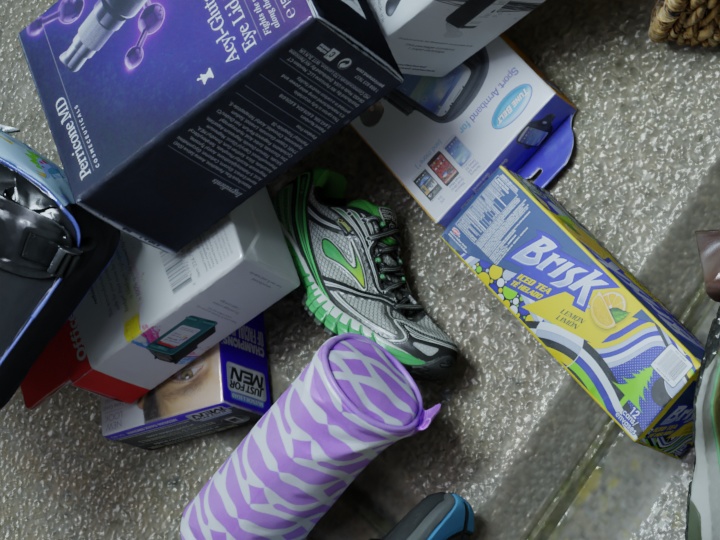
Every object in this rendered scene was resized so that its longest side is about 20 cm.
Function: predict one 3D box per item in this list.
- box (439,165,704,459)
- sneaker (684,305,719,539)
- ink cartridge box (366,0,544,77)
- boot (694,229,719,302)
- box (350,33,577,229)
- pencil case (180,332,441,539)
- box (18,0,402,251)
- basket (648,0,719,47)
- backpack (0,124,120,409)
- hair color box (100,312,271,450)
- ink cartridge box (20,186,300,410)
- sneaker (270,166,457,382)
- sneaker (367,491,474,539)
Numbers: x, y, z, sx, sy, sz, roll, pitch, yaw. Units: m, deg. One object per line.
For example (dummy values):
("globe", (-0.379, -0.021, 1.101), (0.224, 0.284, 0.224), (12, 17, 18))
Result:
("box", (0.143, 0.025, 1.292), (0.064, 0.070, 0.200), (-49, 56, 12))
("sneaker", (0.235, 0.091, 1.180), (0.088, 0.201, 0.077), (6, 34, 13))
("ink cartridge box", (0.062, -0.229, 1.310), (0.200, 0.083, 0.145), (-32, 62, 53))
("boot", (0.269, 0.004, 1.162), (0.199, 0.186, 0.065), (2, 99, 29))
("box", (0.057, -0.118, 1.409), (0.119, 0.041, 0.200), (-48, 54, 11))
("pencil case", (-0.039, 0.129, 1.334), (0.085, 0.084, 0.200), (41, 125, 3))
("box", (-0.097, -0.134, 1.303), (0.200, 0.104, 0.149), (-36, 56, 17))
("basket", (0.237, -0.246, 1.271), (0.148, 0.143, 0.201), (10, 81, 33))
("backpack", (-0.277, -0.019, 1.345), (0.200, 0.147, 0.183), (37, 99, 5))
("hair color box", (-0.130, 0.016, 1.472), (0.109, 0.065, 0.201), (-17, 69, 28))
("ink cartridge box", (-0.149, 0.007, 1.406), (0.199, 0.067, 0.117), (-34, 57, 22))
("sneaker", (0.000, 0.000, 1.386), (0.085, 0.078, 0.200), (-50, 56, 9))
("sneaker", (-0.010, 0.207, 1.332), (0.200, 0.073, 0.082), (-47, 55, 10))
